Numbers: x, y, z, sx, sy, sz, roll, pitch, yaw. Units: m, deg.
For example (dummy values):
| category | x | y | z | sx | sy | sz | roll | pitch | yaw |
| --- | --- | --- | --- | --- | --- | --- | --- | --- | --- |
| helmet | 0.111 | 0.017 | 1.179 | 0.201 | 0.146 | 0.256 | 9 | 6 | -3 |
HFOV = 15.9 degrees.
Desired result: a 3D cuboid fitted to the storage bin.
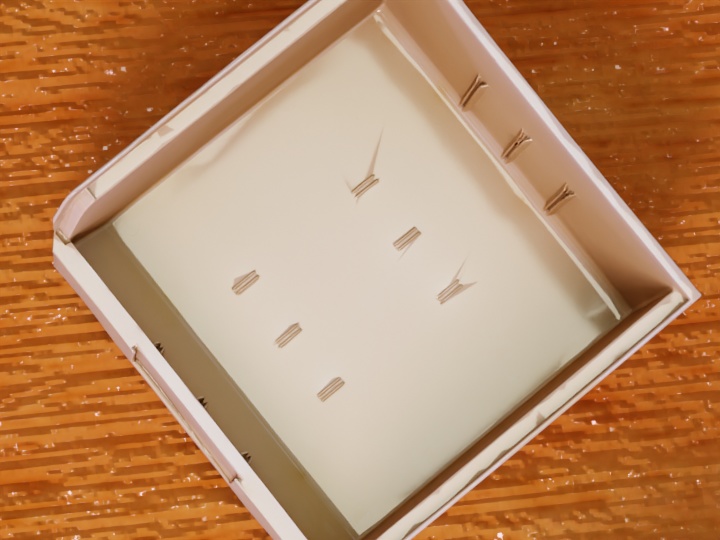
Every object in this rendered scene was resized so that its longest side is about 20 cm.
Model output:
| category | x | y | z | sx | sy | sz | roll | pitch | yaw |
| --- | --- | --- | --- | --- | --- | --- | --- | --- | --- |
| storage bin | 0.000 | 0.000 | 1.113 | 0.198 | 0.094 | 0.200 | -39 | 88 | -10 |
